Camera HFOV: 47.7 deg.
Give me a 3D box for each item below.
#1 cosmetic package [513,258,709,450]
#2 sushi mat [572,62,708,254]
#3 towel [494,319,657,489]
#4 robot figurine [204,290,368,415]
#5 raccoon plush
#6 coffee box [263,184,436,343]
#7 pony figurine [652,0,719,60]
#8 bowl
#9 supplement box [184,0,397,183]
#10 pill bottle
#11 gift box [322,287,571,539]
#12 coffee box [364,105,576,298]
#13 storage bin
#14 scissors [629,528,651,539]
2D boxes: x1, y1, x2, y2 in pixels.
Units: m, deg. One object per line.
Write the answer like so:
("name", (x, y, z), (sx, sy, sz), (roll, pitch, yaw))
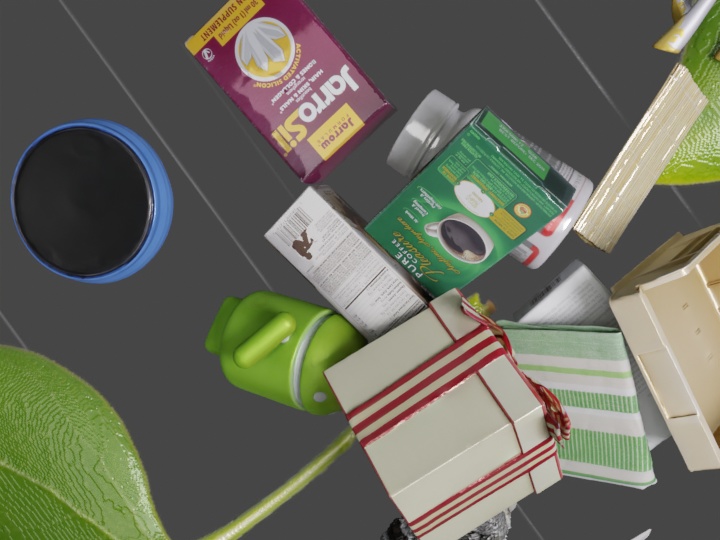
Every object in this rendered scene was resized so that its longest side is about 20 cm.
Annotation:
("cosmetic package", (0.272, 0.095, 0.899), (0.101, 0.071, 0.200), (-42, 89, 11))
("sushi mat", (0.300, -0.113, 0.869), (0.012, 0.095, 0.201), (39, 102, 39))
("towel", (0.229, 0.144, 0.871), (0.152, 0.023, 0.201), (1, 120, 42))
("robot figurine", (-0.076, 0.091, 0.912), (0.199, 0.176, 0.116), (15, 69, 26))
("raccoon plush", (0.096, 0.307, 0.916), (0.097, 0.134, 0.200), (39, 100, 1))
("coffee box", (0.000, 0.000, 0.908), (0.200, 0.113, 0.080), (44, 100, 1))
("pony figurine", (0.409, -0.303, 0.809), (0.192, 0.167, 0.201), (19, 114, 13))
("bowl", (-0.328, -0.083, 0.984), (0.199, 0.039, 0.202), (1, 97, 8))
("supplement box", (-0.074, -0.212, 0.900), (0.131, 0.103, 0.200), (-42, 90, 10))
("pill bottle", (0.136, -0.101, 0.876), (0.199, 0.114, 0.114), (34, 100, 3))
("gift box", (0.093, 0.144, 0.799), (0.186, 0.200, 0.185), (-30, 54, -5))
("coffee box", (0.102, -0.060, 0.817), (0.123, 0.044, 0.200), (41, 138, -4))
("storage bin", (0.363, 0.066, 0.817), (0.094, 0.198, 0.201), (-23, 94, 49))
("scissors", (0.237, 0.340, 0.898), (0.073, 0.014, 0.201), (34, 111, 19))
